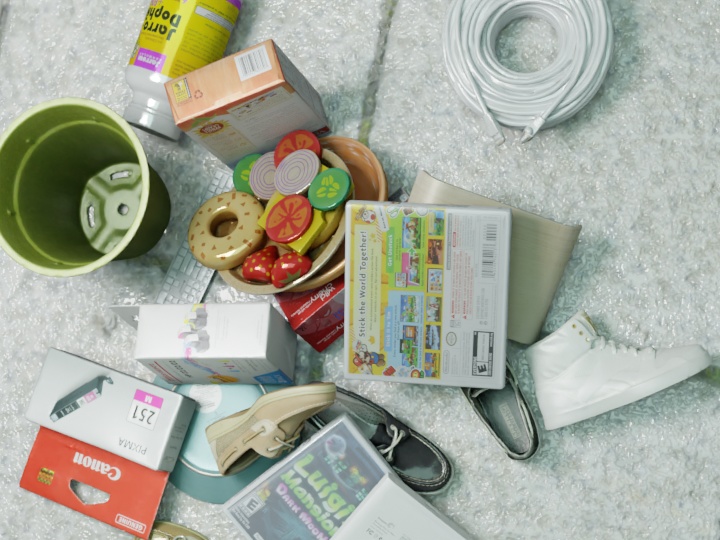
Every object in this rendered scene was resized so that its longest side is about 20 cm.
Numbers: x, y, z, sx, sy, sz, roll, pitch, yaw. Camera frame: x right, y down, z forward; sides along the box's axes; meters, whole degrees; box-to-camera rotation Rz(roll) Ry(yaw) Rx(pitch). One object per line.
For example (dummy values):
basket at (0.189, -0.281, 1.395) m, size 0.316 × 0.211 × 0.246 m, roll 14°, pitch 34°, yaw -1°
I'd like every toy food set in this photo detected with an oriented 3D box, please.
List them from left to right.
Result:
toy food set at (-0.094, -0.065, 1.630) m, size 0.199 × 0.049 × 0.199 m, roll 32°, pitch 82°, yaw 42°
toy food set at (0.135, -0.015, 1.601) m, size 0.198 × 0.060 × 0.145 m, roll 18°, pitch 105°, yaw -8°

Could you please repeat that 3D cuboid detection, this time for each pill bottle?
pill bottle at (-0.219, -0.262, 1.716) m, size 0.103 × 0.104 × 0.202 m, roll 19°, pitch 88°, yaw 13°

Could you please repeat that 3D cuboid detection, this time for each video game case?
video game case at (-0.026, 0.290, 1.618) m, size 0.181 × 0.023 × 0.200 m, roll -38°, pitch 99°, yaw 9°
video game case at (0.072, 0.027, 1.564) m, size 0.180 × 0.023 × 0.202 m, roll 3°, pitch 105°, yaw 9°

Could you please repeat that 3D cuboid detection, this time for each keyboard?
keyboard at (-0.194, -0.024, 1.734) m, size 0.056 × 0.011 × 0.202 m, roll 25°, pitch 89°, yaw 13°

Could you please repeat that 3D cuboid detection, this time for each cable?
cable at (0.193, -0.261, 1.647) m, size 0.199 × 0.069 × 0.201 m, roll -35°, pitch 78°, yaw 6°

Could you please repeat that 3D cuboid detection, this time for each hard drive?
hard drive at (0.018, 0.342, 1.606) m, size 0.132 × 0.026 × 0.200 m, roll 38°, pitch 101°, yaw -8°

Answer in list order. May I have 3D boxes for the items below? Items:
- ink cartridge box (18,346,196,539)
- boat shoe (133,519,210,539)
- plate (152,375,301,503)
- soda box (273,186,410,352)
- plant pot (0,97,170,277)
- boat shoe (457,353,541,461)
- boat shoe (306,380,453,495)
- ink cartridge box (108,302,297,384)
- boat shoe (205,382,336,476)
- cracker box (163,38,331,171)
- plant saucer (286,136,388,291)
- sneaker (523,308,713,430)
ink cartridge box at (-0.313, 0.204, 1.700) m, size 0.198 × 0.044 × 0.175 m, roll 17°, pitch 84°, yaw 22°
boat shoe at (-0.186, 0.362, 1.664) m, size 0.200 × 0.063 × 0.073 m, roll 37°, pitch 92°, yaw 13°
plate at (-0.167, 0.176, 1.700) m, size 0.198 × 0.026 × 0.203 m, roll -1°, pitch 85°, yaw 12°
soda box at (0.000, 0.000, 1.652) m, size 0.200 × 0.063 × 0.070 m, roll -40°, pitch 48°, yaw 6°
plant pot at (-0.307, -0.083, 1.672) m, size 0.198 × 0.190 × 0.202 m, roll -1°, pitch 84°, yaw 13°
boat shoe at (0.145, 0.122, 1.618) m, size 0.070 × 0.064 × 0.201 m, roll -32°, pitch 79°, yaw 7°
boat shoe at (0.017, 0.189, 1.636) m, size 0.199 × 0.060 × 0.074 m, roll 33°, pitch 75°, yaw 13°
ink cartridge box at (-0.184, 0.086, 1.643) m, size 0.198 × 0.115 × 0.069 m, roll -1°, pitch 70°, yaw 14°
boat shoe at (-0.095, 0.178, 1.607) m, size 0.199 × 0.071 × 0.065 m, roll -30°, pitch 69°, yaw 41°
cracker box at (-0.125, -0.186, 1.638) m, size 0.133 × 0.200 × 0.058 m, roll -21°, pitch 74°, yaw 9°
plant saucer at (-0.052, -0.062, 1.657) m, size 0.198 × 0.037 × 0.202 m, roll -16°, pitch 55°, yaw 25°
sneaker at (0.281, 0.092, 1.588) m, size 0.198 × 0.074 × 0.117 m, roll -21°, pitch 83°, yaw 10°
